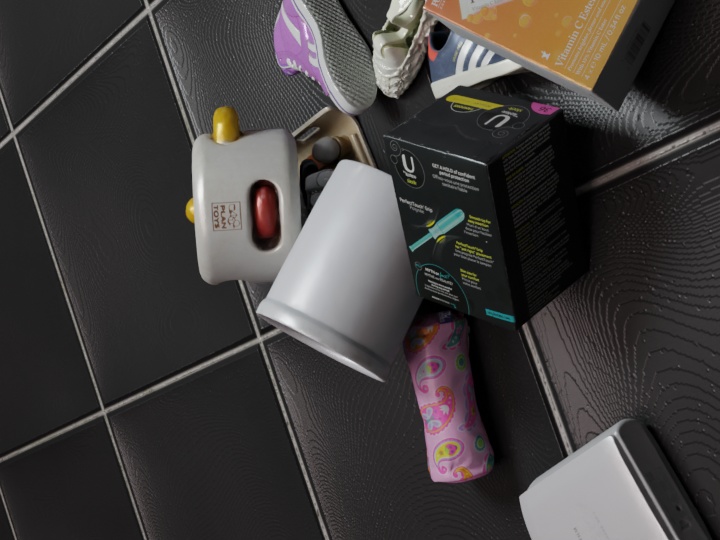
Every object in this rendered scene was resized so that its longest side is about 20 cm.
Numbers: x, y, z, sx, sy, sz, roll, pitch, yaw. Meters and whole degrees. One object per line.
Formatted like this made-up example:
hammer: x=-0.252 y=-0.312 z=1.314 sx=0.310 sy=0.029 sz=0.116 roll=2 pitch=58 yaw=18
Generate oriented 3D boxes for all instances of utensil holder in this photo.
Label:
utensil holder: x=0.000 y=0.000 z=1.548 sx=0.169 sy=0.170 sz=0.202 roll=22 pitch=80 yaw=43

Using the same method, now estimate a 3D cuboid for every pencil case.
pencil case: x=0.103 y=0.146 z=1.597 sx=0.087 sy=0.087 sz=0.203 roll=-8 pitch=95 yaw=49

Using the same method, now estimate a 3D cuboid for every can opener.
can opener: x=-0.045 y=-0.037 z=1.671 sx=0.067 sy=0.052 sz=0.203 roll=-120 pitch=27 yaw=-62

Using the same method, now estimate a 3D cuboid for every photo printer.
photo printer: x=0.264 y=0.274 z=1.460 sx=0.200 sy=0.069 sz=0.168 roll=-44 pitch=68 yaw=46

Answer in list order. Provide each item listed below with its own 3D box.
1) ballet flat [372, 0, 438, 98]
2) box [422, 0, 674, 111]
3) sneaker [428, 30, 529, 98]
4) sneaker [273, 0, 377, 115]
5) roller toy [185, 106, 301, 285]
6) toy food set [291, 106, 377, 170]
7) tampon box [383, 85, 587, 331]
ballet flat: x=0.048 y=-0.280 z=1.541 sx=0.072 sy=0.071 sz=0.201 roll=51 pitch=135 yaw=25
box: x=0.182 y=-0.258 z=1.311 sx=0.199 sy=0.097 sz=0.126 roll=30 pitch=98 yaw=25
sneaker: x=0.140 y=-0.245 z=1.440 sx=0.199 sy=0.074 sz=0.086 roll=-11 pitch=93 yaw=48
sneaker: x=-0.047 y=-0.253 z=1.661 sx=0.114 sy=0.072 sz=0.202 roll=-51 pitch=53 yaw=47
roller toy: x=-0.142 y=-0.077 z=1.638 sx=0.201 sy=0.138 sz=0.184 roll=92 pitch=173 yaw=-54
toy food set: x=-0.036 y=-0.086 z=1.699 sx=0.143 sy=0.060 sz=0.202 roll=-31 pitch=78 yaw=48
tampon box: x=0.133 y=-0.068 z=1.419 sx=0.149 sy=0.126 sz=0.202 roll=21 pitch=135 yaw=43
